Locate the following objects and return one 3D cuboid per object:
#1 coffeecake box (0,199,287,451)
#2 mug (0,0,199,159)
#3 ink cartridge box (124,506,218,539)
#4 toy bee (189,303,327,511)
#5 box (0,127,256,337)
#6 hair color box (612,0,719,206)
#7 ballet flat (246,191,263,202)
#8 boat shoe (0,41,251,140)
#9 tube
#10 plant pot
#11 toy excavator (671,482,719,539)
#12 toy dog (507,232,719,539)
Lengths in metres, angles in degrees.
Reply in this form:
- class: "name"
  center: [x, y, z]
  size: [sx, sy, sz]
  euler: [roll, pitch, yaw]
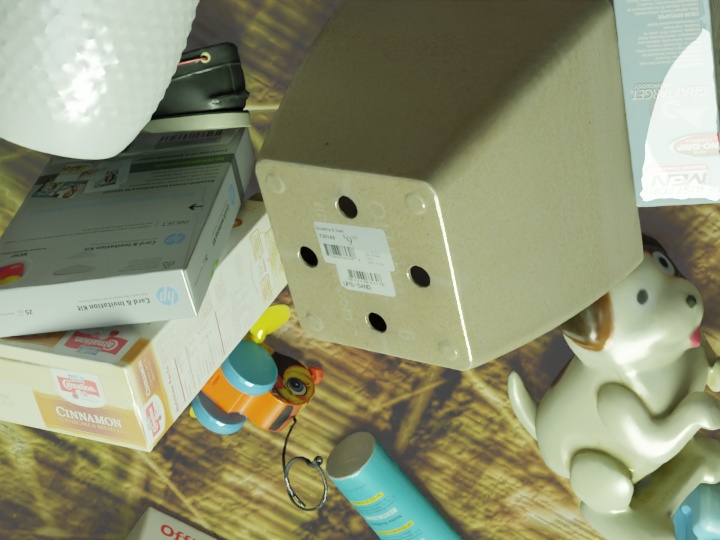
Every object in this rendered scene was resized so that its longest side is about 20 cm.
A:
- class: "coffeecake box"
  center: [-0.165, 0.026, 0.979]
  size: [0.152, 0.200, 0.074]
  euler: [8, 127, 26]
- class: "mug"
  center: [-0.193, -0.178, 0.893]
  size: [0.146, 0.199, 0.177]
  euler: [1, 111, -43]
- class: "ink cartridge box"
  center: [-0.175, 0.348, 1.221]
  size: [0.146, 0.201, 0.145]
  euler: [30, 126, -12]
- class: "toy bee"
  center: [-0.085, 0.092, 1.108]
  size: [0.130, 0.108, 0.202]
  euler: [-26, 92, 33]
- class: "box"
  center: [-0.166, -0.033, 0.961]
  size: [0.154, 0.201, 0.042]
  euler: [-6, 121, 12]
- class: "hair color box"
  center: [0.197, -0.153, 0.873]
  size: [0.060, 0.099, 0.202]
  euler: [-2, 120, 20]
- class: "ballet flat"
  center: [0.000, 0.000, 1.039]
  size: [0.198, 0.070, 0.070]
  euler: [22, 125, -6]
- class: "boat shoe"
  center: [-0.173, -0.123, 0.988]
  size: [0.199, 0.074, 0.064]
  euler: [-5, 96, 21]
- class: "tube"
  center: [0.044, 0.222, 1.199]
  size: [0.077, 0.051, 0.201]
  euler: [-16, 125, 34]
- class: "plant pot"
  center: [0.047, -0.050, 0.889]
  size: [0.198, 0.177, 0.202]
  euler: [11, 131, 34]
- class: "toy excavator"
  center: [0.283, 0.219, 1.051]
  size: [0.099, 0.196, 0.201]
  euler: [17, 139, -1]
- class: "toy dog"
  center: [0.201, 0.071, 1.029]
  size: [0.193, 0.139, 0.202]
  euler: [32, 138, 40]
